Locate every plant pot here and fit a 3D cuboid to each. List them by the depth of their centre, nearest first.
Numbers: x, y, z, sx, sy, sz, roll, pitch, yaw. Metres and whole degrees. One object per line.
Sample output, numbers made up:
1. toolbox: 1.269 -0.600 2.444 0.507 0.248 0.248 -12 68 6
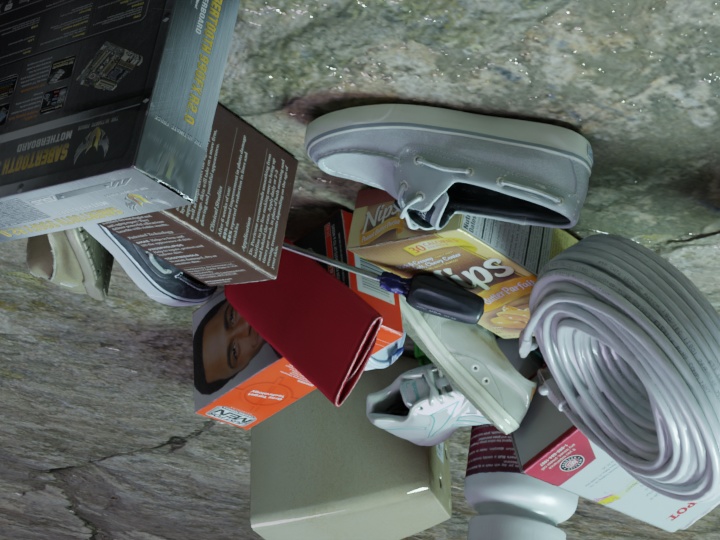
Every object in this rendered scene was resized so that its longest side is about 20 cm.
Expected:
1. plant pot: -0.002 0.186 1.494 0.175 0.202 0.200 -5 156 12

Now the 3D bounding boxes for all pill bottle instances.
1. pill bottle: 0.156 0.175 1.359 0.108 0.202 0.110 9 159 3

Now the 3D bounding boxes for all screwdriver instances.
1. screwdriver: 0.000 0.000 1.093 0.198 0.028 0.029 20 -169 3

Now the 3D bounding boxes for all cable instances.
1. cable: 0.198 0.070 1.007 0.200 0.069 0.200 49 162 25

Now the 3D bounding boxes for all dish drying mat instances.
1. dish drying mat: -0.049 0.028 1.119 0.018 0.077 0.200 20 -169 -38

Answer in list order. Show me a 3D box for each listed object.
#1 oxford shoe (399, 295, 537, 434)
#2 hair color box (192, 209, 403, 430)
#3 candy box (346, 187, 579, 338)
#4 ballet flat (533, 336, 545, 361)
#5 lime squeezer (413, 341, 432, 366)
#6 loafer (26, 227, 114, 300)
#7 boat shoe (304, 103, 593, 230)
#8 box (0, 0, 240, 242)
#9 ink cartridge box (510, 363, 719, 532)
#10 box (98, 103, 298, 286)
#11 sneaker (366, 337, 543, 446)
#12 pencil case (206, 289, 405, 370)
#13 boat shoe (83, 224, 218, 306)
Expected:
1. oxford shoe: 0.076 0.051 1.215 0.200 0.058 0.075 46 177 -4
2. hair color box: -0.057 0.044 1.185 0.061 0.102 0.199 22 138 -37
3. candy box: 0.099 -0.009 1.115 0.115 0.056 0.199 -10 152 43
4. ballet flat: 0.210 0.079 1.284 0.068 0.069 0.200 -17 149 25
5. lime squeezer: 0.081 0.070 1.375 0.070 0.038 0.200 -16 168 -24
6. loafer: -0.250 -0.021 1.215 0.068 0.076 0.200 5 160 -3
7. boat shoe: 0.055 -0.064 0.969 0.199 0.072 0.070 6 159 10
8. box: -0.164 -0.106 0.842 0.199 0.160 0.048 -9 153 39
9. ink cartridge box: 0.248 0.135 1.248 0.199 0.083 0.146 25 126 -32
10. box: -0.136 -0.071 1.000 0.074 0.101 0.200 -6 154 35
11. sneaker: 0.085 0.113 1.320 0.080 0.071 0.200 14 146 -39
12. pencil case: -0.053 0.050 1.301 0.199 0.091 0.084 -7 111 36
13. boat shoe: -0.158 -0.030 1.170 0.067 0.072 0.200 0 150 28
